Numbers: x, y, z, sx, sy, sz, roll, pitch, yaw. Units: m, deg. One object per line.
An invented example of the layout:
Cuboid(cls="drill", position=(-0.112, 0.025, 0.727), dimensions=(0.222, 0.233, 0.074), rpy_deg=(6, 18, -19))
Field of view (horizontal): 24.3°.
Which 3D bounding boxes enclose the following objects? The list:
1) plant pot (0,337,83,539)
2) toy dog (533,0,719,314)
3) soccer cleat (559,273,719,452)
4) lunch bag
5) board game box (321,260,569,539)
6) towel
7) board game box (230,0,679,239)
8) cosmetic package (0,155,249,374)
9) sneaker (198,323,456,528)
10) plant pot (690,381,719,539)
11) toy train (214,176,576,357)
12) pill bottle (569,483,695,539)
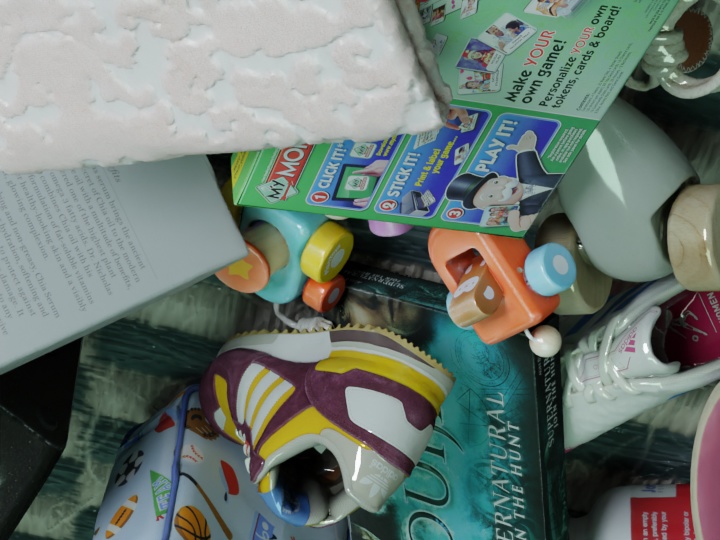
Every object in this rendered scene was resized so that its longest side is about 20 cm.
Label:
Cuboid(cls="plant pot", position=(-0.255, 0.062, 0.869), dimensions=(0.177, 0.200, 0.199), rpy_deg=(-37, 118, 21))
Cuboid(cls="toy dog", position=(0.119, -0.074, 0.765), dimensions=(0.132, 0.096, 0.200), rpy_deg=(12, 129, 18))
Cuboid(cls="soccer cleat", position=(0.127, 0.044, 0.853), dimensions=(0.200, 0.086, 0.070), rpy_deg=(-29, 82, 23))
Cuboid(cls="lunch bag", position=(-0.071, 0.171, 0.924), dimensions=(0.076, 0.200, 0.160), rpy_deg=(-35, 119, 27))
Cuboid(cls="board game box", position=(0.046, 0.100, 0.892), dimensions=(0.135, 0.028, 0.200), rpy_deg=(14, 123, 34))
Cuboid(cls="towel", position=(-0.087, -0.114, 0.594), dimensions=(0.200, 0.032, 0.191), rpy_deg=(-3, 134, 26))
Cuboid(cls="board game box", position=(0.040, -0.089, 0.650), dimensions=(0.134, 0.029, 0.200), rpy_deg=(7, 142, -18))
Cuboid(cls="cosmetic package", position=(-0.163, -0.009, 0.762), dimensions=(0.071, 0.200, 0.102), rpy_deg=(-26, 89, 57))
Cuboid(cls="sneaker", position=(-0.037, 0.083, 0.843), dimensions=(0.075, 0.090, 0.200), rpy_deg=(36, 155, -20))
Cuboid(cls="plant pot", position=(0.264, 0.105, 0.788), dimensions=(0.179, 0.200, 0.200), rpy_deg=(0, 135, -19))
Cuboid(cls="toy train", position=(0.000, 0.000, 0.805), dimensions=(0.200, 0.056, 0.150), rpy_deg=(-22, 101, 47))
Cuboid(cls="pill bottle", position=(0.194, 0.177, 0.951), dimensions=(0.200, 0.112, 0.112), rpy_deg=(-2, 131, 10))
